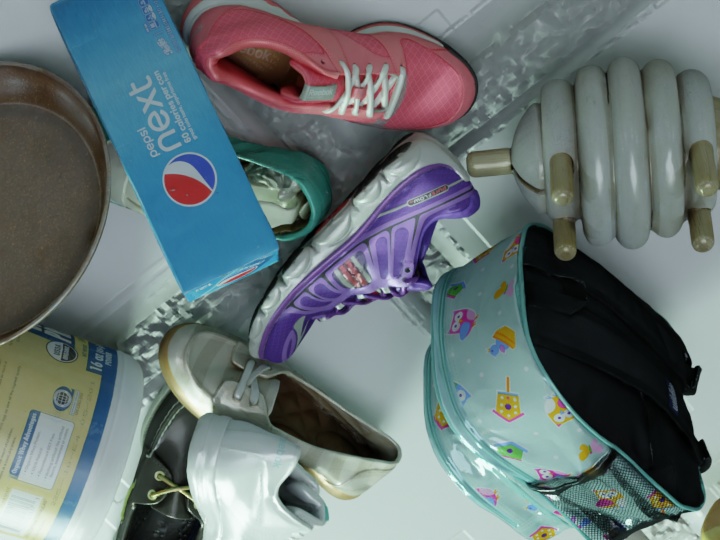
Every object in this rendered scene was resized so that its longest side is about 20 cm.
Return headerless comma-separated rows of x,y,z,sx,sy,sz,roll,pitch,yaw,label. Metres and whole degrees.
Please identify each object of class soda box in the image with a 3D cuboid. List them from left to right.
-0.122,-0.085,1.284,0.068,0.064,0.200,-25,85,-5,soda box

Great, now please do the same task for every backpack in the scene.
0.125,0.075,1.370,0.153,0.176,0.200,-22,133,26,backpack

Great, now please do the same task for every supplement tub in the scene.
-0.260,0.097,1.375,0.199,0.145,0.145,20,114,-14,supplement tub

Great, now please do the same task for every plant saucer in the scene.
-0.242,-0.036,1.308,0.200,0.201,0.034,-29,152,10,plant saucer

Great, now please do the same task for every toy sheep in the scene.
0.169,-0.075,1.334,0.199,0.138,0.138,0,117,3,toy sheep

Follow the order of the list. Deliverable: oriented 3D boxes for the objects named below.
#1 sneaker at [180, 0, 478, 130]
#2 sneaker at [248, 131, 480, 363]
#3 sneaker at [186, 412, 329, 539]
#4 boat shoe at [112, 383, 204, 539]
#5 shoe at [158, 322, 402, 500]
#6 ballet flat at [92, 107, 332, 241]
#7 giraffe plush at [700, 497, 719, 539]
-0.020,-0.121,1.318,0.199,0.087,0.074,12,116,-11,sneaker
0.000,0.000,1.370,0.083,0.081,0.200,44,114,-4,sneaker
-0.062,0.172,1.428,0.088,0.075,0.200,6,149,11,sneaker
-0.133,0.164,1.467,0.072,0.061,0.202,14,115,-12,boat shoe
-0.053,0.093,1.429,0.200,0.070,0.053,35,143,-28,shoe
-0.114,-0.062,1.349,0.199,0.070,0.068,10,117,-9,ballet flat
0.357,0.234,1.507,0.172,0.200,0.162,-23,146,3,giraffe plush
